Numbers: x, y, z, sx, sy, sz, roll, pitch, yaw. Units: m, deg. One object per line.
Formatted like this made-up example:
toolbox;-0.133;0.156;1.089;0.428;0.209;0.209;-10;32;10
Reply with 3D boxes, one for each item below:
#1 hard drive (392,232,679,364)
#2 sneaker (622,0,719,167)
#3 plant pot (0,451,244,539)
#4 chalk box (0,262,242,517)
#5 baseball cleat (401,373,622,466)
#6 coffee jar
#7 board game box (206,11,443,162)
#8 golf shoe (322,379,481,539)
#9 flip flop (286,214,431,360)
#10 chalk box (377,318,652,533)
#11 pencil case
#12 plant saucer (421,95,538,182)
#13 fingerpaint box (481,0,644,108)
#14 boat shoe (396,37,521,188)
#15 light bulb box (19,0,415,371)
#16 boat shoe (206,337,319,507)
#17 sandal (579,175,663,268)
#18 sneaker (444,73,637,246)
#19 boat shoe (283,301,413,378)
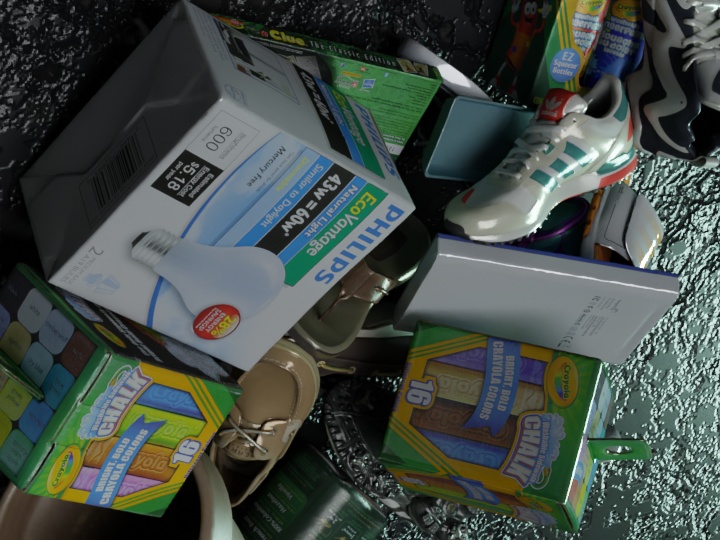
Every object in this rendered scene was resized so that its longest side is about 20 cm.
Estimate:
hard drive;0.140;0.025;1.526;0.200;0.025;0.132;9;149;-12
sneaker;0.279;-0.173;1.498;0.079;0.130;0.199;5;113;-35
plant pot;-0.171;0.235;1.504;0.200;0.200;0.175;-47;147;-3
chalk box;-0.210;0.085;1.353;0.200;0.125;0.124;22;104;-52
baseball cleat;0.129;0.114;1.628;0.070;0.200;0.107;-55;148;-61
coffee jar;-0.078;0.252;1.622;0.200;0.085;0.104;-46;138;-4
board game box;-0.046;-0.132;1.437;0.200;0.023;0.105;11;128;-28
golf shoe;0.019;0.165;1.637;0.078;0.094;0.200;-48;120;-15
flip flop;0.000;0.000;1.500;0.200;0.081;0.058;-38;175;-45
chalk box;0.133;0.133;1.519;0.124;0.200;0.124;59;47;-66
pencil case;0.161;0.031;1.658;0.092;0.085;0.200;-29;128;-35
plant saucer;0.127;-0.102;1.526;0.200;0.019;0.070;3;114;-46
fingerpaint box;0.222;-0.213;1.573;0.200;0.073;0.167;6;112;-35
boat shoe;0.079;-0.113;1.541;0.068;0.072;0.200;-49;137;-3
light bulb box;-0.105;-0.057;1.378;0.200;0.125;0.198;27;118;-39
boat shoe;-0.082;0.125;1.506;0.200;0.071;0.065;109;3;-52
sandal;0.232;-0.051;1.608;0.079;0.059;0.207;68;34;-57
sneaker;0.140;-0.094;1.486;0.200;0.070;0.093;-27;125;-31
boat shoe;-0.036;0.061;1.557;0.200;0.072;0.060;0;111;-39
